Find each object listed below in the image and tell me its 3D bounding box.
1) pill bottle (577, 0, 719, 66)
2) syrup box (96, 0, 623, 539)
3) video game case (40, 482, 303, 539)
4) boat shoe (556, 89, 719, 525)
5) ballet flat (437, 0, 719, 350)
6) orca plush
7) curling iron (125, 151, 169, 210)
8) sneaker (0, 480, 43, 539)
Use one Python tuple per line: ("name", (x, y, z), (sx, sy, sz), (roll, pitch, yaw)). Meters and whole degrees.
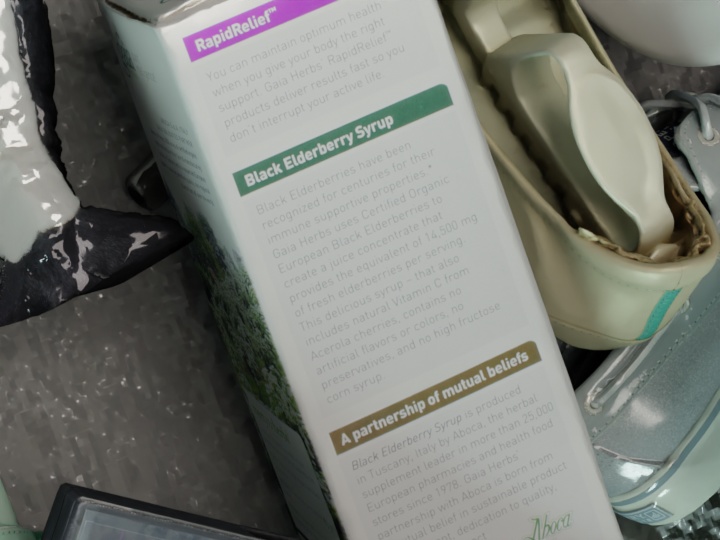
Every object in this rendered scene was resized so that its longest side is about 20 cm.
("pill bottle", (0.153, -0.148, 0.941), (0.200, 0.114, 0.114), (-29, 96, -39))
("syrup box", (0.000, 0.000, 0.850), (0.081, 0.079, 0.200), (-23, 106, -13))
("video game case", (-0.014, 0.147, 0.813), (0.200, 0.019, 0.143), (16, 95, -30))
("boat shoe", (0.114, -0.020, 0.941), (0.071, 0.070, 0.201), (35, 73, -23))
("ballet flat", (0.044, -0.071, 0.881), (0.069, 0.069, 0.200), (-29, 86, -26))
("orca plush", (-0.104, -0.087, 0.846), (0.200, 0.105, 0.071), (54, 25, 11))
("curling iron", (0.007, -0.079, 0.923), (0.200, 0.026, 0.050), (-37, 98, -25))
("sneaker", (-0.068, 0.097, 0.834), (0.118, 0.074, 0.201), (-21, 102, -20))
